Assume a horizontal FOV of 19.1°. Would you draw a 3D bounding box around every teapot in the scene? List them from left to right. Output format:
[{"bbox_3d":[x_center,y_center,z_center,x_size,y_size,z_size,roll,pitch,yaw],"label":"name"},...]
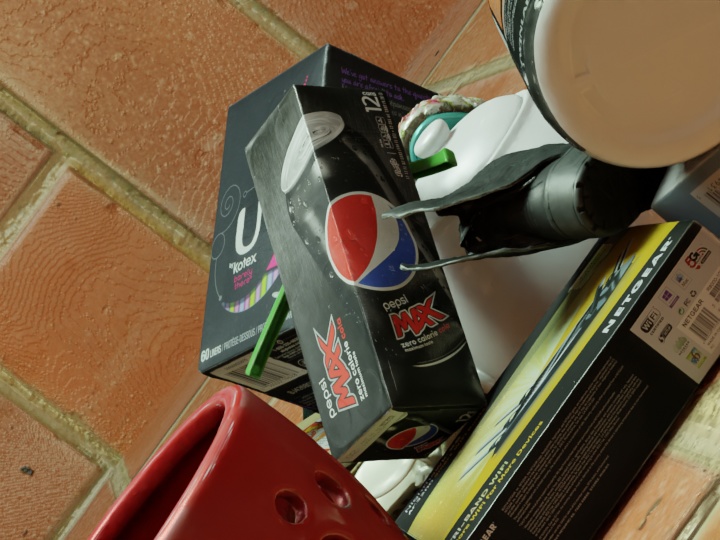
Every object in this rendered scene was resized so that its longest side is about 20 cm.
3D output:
[{"bbox_3d":[0.091,-0.033,1.281,0.198,0.146,0.200,-49,10,34],"label":"teapot"}]

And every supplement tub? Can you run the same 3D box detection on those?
[{"bbox_3d":[0.128,-0.136,1.071,0.123,0.122,0.200,-51,16,15],"label":"supplement tub"}]

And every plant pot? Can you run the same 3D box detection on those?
[{"bbox_3d":[-0.048,0.184,0.998,0.201,0.182,0.200,-52,7,9],"label":"plant pot"}]

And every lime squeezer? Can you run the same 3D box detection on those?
[{"bbox_3d":[-0.010,-0.021,1.258,0.200,0.038,0.071,-47,53,30],"label":"lime squeezer"}]

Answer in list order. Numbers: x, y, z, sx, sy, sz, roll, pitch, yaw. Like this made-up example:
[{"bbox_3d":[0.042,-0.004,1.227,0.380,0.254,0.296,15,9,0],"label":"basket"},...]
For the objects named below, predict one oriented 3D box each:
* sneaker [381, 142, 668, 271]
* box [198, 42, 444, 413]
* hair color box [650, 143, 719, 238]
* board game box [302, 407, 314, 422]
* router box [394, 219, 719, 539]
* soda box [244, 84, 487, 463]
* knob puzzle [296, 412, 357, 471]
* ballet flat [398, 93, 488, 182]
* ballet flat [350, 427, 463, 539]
[{"bbox_3d":[0.111,-0.046,1.122,0.104,0.060,0.199,-11,10,42],"label":"sneaker"},{"bbox_3d":[-0.024,-0.025,1.399,0.122,0.106,0.201,-26,51,48],"label":"box"},{"bbox_3d":[0.225,-0.101,1.095,0.099,0.060,0.200,-44,12,47],"label":"hair color box"},{"bbox_3d":[-0.010,0.048,1.581,0.136,0.028,0.201,-63,-21,-47],"label":"board game box"},{"bbox_3d":[0.106,0.070,1.071,0.201,0.052,0.157,-54,7,-6],"label":"router box"},{"bbox_3d":[0.000,0.000,1.163,0.071,0.063,0.201,-47,53,47],"label":"soda box"},{"bbox_3d":[0.002,0.105,1.380,0.219,0.031,0.220,-32,5,3],"label":"knob puzzle"},{"bbox_3d":[0.086,-0.077,1.394,0.064,0.199,0.076,46,113,43],"label":"ballet flat"},{"bbox_3d":[-0.002,0.152,1.269,0.200,0.071,0.071,-48,8,16],"label":"ballet flat"}]
